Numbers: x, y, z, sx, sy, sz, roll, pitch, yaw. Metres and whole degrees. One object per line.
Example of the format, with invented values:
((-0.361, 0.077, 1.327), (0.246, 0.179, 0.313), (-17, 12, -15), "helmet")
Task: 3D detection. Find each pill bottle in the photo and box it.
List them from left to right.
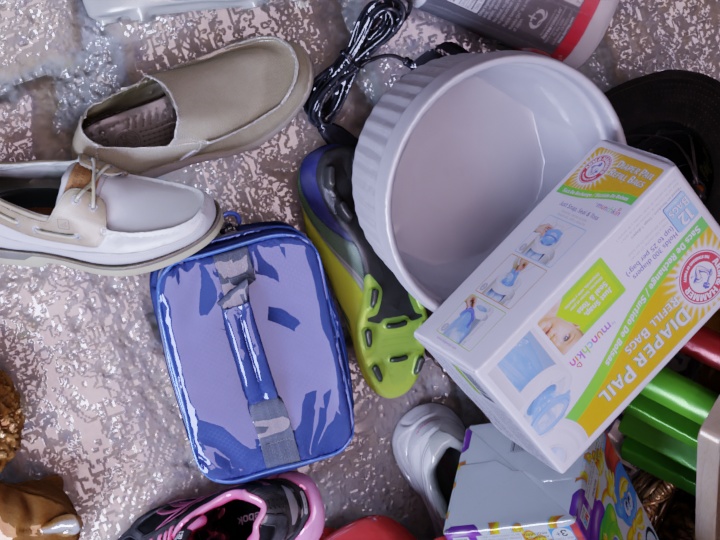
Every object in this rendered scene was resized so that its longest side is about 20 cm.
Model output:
((0.094, -0.238, 1.391), (0.198, 0.111, 0.112), (22, 93, -12), "pill bottle")

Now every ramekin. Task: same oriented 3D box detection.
((0.088, -0.066, 1.341), (0.198, 0.105, 0.202), (-6, 107, -22), "ramekin")

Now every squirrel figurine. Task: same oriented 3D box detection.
((-0.300, 0.165, 1.365), (0.185, 0.141, 0.202), (2, 100, -17), "squirrel figurine")

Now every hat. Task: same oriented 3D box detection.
((0.227, -0.053, 1.420), (0.199, 0.081, 0.203), (-9, 69, 25), "hat")

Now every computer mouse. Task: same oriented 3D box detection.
((0.053, -0.115, 1.417), (0.199, 0.046, 0.140), (29, 120, -29), "computer mouse")

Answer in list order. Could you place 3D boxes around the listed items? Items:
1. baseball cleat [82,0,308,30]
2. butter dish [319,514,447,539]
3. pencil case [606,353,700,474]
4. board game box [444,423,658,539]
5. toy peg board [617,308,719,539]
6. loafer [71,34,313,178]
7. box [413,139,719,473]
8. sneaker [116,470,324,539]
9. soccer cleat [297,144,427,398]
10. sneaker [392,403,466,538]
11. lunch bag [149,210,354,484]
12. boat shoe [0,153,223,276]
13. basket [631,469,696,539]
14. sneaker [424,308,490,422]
((-0.114, -0.241, 1.375), (0.198, 0.070, 0.108), (-10, 99, -10), "baseball cleat")
((-0.004, 0.263, 1.430), (0.199, 0.148, 0.200), (-39, 143, -1), "butter dish")
((0.231, 0.062, 1.472), (0.089, 0.078, 0.201), (28, 92, -23), "pencil case")
((0.154, 0.214, 1.361), (0.104, 0.104, 0.201), (-10, 130, 26), "board game box")
((0.272, 0.070, 1.373), (0.097, 0.200, 0.200), (26, 68, 22), "toy peg board")
((-0.127, -0.120, 1.376), (0.199, 0.068, 0.076), (-27, 74, -3), "loafer")
((0.156, 0.022, 1.278), (0.200, 0.101, 0.113), (-46, 116, -7), "box")
((-0.128, 0.205, 1.391), (0.199, 0.095, 0.080), (-27, 77, 22), "sneaker")
((0.001, -0.001, 1.421), (0.064, 0.084, 0.202), (-19, 96, -24), "soccer cleat")
((0.093, 0.205, 1.455), (0.078, 0.099, 0.201), (-35, 102, -4), "sneaker")
((-0.082, 0.052, 1.387), (0.135, 0.132, 0.202), (-16, 100, -8), "lunch bag")
((-0.201, -0.044, 1.342), (0.198, 0.075, 0.069), (-3, 135, 17), "boat shoe")
((0.279, 0.238, 1.468), (0.142, 0.149, 0.201), (28, 93, -12), "basket")
((0.072, 0.045, 1.457), (0.075, 0.070, 0.202), (-19, 95, 12), "sneaker")
